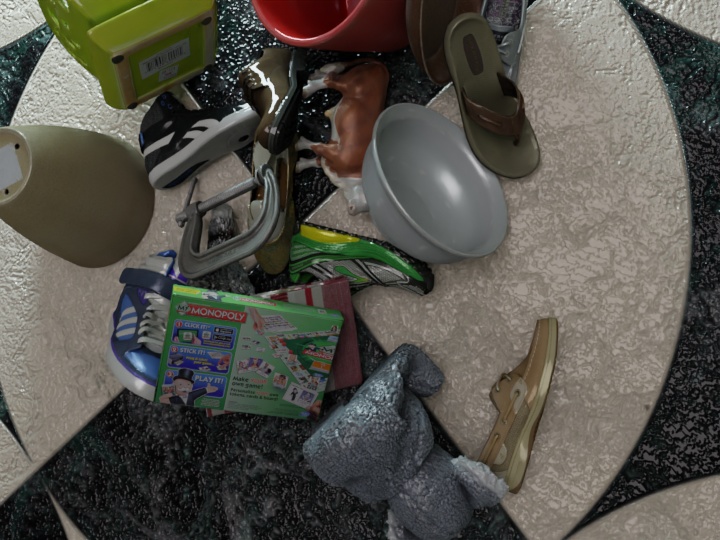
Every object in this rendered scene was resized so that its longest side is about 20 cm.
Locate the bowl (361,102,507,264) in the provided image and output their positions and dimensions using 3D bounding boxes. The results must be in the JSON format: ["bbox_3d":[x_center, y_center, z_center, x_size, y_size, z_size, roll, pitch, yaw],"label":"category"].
[{"bbox_3d":[0.071,-0.085,0.869,0.090,0.199,0.204,-39,73,42],"label":"bowl"}]

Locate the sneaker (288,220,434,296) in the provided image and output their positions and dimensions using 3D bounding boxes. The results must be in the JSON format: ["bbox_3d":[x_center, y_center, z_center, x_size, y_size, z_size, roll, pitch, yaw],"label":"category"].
[{"bbox_3d":[0.000,0.000,0.922,0.196,0.078,0.087,14,94,25],"label":"sneaker"}]

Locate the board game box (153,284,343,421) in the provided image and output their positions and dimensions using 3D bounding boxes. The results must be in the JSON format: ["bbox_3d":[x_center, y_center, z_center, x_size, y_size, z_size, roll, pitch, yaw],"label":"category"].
[{"bbox_3d":[-0.129,0.098,0.859,0.195,0.029,0.138,10,108,-17],"label":"board game box"}]

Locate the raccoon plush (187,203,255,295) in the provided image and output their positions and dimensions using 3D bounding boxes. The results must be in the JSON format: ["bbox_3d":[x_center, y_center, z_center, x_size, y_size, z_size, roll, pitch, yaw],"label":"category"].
[{"bbox_3d":[-0.143,0.015,0.944,0.130,0.097,0.206,6,86,8],"label":"raccoon plush"}]

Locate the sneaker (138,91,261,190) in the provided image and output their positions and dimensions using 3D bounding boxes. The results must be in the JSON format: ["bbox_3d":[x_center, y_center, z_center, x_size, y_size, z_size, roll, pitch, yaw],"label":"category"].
[{"bbox_3d":[-0.218,-0.206,0.998,0.197,0.073,0.114,-29,76,10],"label":"sneaker"}]

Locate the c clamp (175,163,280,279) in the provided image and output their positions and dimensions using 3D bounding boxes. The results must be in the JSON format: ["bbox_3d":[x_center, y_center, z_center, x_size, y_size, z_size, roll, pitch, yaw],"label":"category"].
[{"bbox_3d":[-0.168,-0.075,0.918,0.197,0.027,0.174,-14,54,35],"label":"c clamp"}]

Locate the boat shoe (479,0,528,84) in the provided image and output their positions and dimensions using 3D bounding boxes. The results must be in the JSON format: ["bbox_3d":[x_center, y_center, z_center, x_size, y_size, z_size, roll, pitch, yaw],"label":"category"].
[{"bbox_3d":[0.164,-0.283,0.905,0.068,0.071,0.206,10,88,15],"label":"boat shoe"}]

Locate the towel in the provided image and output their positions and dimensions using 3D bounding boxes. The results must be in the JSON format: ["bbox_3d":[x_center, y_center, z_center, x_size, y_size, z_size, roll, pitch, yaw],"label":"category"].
[{"bbox_3d":[-0.099,0.092,0.892,0.195,0.023,0.148,-11,112,-9],"label":"towel"}]

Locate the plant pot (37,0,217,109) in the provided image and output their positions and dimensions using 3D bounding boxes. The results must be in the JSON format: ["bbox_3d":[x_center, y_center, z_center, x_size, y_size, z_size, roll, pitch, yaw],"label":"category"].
[{"bbox_3d":[-0.288,-0.338,0.947,0.198,0.199,0.184,-31,83,-18],"label":"plant pot"}]

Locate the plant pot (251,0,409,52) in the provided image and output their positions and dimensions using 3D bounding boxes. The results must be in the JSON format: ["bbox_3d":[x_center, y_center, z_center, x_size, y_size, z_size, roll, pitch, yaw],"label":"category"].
[{"bbox_3d":[-0.005,-0.348,0.872,0.196,0.176,0.206,1,92,34],"label":"plant pot"}]

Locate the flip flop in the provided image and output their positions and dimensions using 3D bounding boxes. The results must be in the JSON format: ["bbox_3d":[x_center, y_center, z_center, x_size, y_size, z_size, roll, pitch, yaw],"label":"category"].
[{"bbox_3d":[0.155,-0.197,0.858,0.080,0.058,0.203,-27,110,-8],"label":"flip flop"}]

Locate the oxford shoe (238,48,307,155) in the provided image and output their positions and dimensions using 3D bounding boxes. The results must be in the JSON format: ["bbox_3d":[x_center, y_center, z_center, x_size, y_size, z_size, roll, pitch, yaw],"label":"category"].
[{"bbox_3d":[-0.114,-0.210,0.919,0.082,0.202,0.074,9,130,-7],"label":"oxford shoe"}]

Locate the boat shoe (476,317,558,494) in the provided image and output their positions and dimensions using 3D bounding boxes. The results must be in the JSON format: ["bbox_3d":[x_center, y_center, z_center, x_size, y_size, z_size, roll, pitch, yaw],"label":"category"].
[{"bbox_3d":[0.178,0.148,0.850,0.063,0.071,0.205,16,89,15],"label":"boat shoe"}]

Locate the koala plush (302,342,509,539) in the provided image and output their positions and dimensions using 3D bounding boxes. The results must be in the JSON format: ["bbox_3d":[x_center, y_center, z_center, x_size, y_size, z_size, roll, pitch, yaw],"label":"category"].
[{"bbox_3d":[0.050,0.221,0.830,0.177,0.184,0.201,-42,88,14],"label":"koala plush"}]

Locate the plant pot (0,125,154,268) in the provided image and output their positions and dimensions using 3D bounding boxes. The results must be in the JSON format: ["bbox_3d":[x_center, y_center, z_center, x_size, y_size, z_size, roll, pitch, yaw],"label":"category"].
[{"bbox_3d":[-0.399,-0.111,0.970,0.182,0.200,0.193,-2,83,14],"label":"plant pot"}]

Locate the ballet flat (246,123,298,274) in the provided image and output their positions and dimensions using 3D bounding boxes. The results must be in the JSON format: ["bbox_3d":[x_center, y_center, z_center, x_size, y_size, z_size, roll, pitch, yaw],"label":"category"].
[{"bbox_3d":[-0.118,-0.100,0.962,0.069,0.071,0.206,3,85,15],"label":"ballet flat"}]

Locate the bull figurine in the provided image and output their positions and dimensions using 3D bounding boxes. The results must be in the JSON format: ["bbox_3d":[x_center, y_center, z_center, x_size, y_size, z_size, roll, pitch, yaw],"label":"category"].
[{"bbox_3d":[-0.019,-0.169,0.940,0.118,0.065,0.206,8,82,2],"label":"bull figurine"}]

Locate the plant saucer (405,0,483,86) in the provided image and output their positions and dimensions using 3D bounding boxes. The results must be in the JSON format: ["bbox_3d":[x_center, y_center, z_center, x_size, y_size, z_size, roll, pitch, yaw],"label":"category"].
[{"bbox_3d":[0.097,-0.320,0.864,0.036,0.200,0.205,16,87,24],"label":"plant saucer"}]

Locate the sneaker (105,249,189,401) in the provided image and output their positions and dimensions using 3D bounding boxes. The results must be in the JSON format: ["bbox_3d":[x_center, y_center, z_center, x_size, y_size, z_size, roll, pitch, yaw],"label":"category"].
[{"bbox_3d":[-0.252,0.051,0.934,0.148,0.080,0.200,-56,34,10],"label":"sneaker"}]
